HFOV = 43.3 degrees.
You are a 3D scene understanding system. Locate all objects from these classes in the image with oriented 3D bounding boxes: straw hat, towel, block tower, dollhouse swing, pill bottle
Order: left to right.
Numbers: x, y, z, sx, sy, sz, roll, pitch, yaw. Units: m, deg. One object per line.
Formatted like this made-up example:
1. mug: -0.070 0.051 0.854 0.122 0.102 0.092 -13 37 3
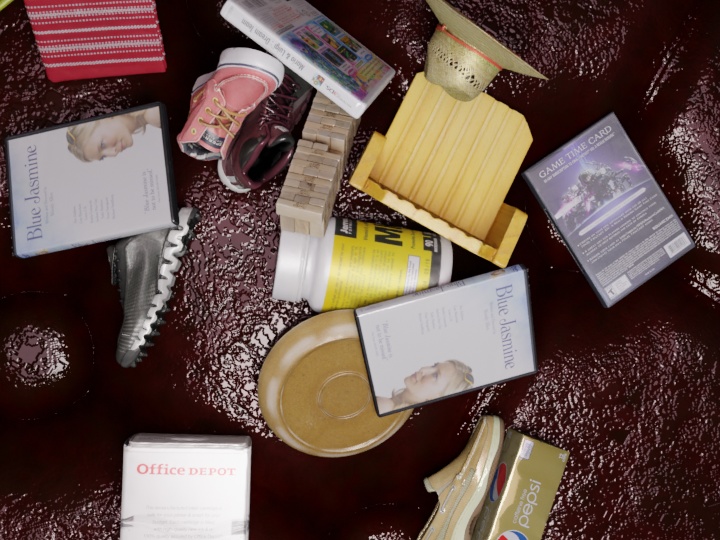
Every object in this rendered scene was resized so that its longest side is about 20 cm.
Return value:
1. towel: -0.302 -0.301 1.015 0.142 0.202 0.023 -6 47 -6
2. block tower: -0.045 -0.127 1.041 0.053 0.058 0.202 11 53 6
3. pill bottle: 0.000 0.000 1.060 0.197 0.114 0.116 9 87 -6
4. dollhouse swing: 0.113 -0.134 1.061 0.198 0.182 0.177 29 96 -4
5. straw hat: 0.117 -0.247 1.061 0.200 0.201 0.085 35 107 -4

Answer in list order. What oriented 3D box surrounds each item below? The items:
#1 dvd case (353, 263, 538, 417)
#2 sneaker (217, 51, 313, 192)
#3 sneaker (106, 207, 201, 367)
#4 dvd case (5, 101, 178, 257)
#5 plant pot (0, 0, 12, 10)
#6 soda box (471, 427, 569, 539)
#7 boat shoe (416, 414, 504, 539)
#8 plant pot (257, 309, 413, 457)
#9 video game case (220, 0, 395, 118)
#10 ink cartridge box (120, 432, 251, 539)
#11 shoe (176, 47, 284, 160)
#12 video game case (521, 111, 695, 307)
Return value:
1. dvd case: 0.100 0.081 1.022 0.197 0.018 0.144 -15 119 -5
2. sneaker: -0.090 -0.178 1.049 0.075 0.115 0.202 23 90 -27
3. sneaker: -0.259 0.010 1.059 0.089 0.066 0.203 19 82 -3
4. dvd case: -0.309 -0.103 1.035 0.197 0.018 0.145 -11 79 9
5. plant pot: -0.503 -0.337 0.978 0.199 0.181 0.200 -38 92 -1
6. soda box: 0.182 0.299 1.094 0.063 0.068 0.202 21 86 -6
7. boat shoe: 0.112 0.263 1.091 0.075 0.072 0.202 20 86 6
8. plant pot: -0.020 0.140 1.050 0.197 0.028 0.203 -5 118 -10
9. video game case: -0.051 -0.256 1.030 0.181 0.200 0.024 37 115 -4
10. ink cartridge box: -0.200 0.293 1.044 0.143 0.085 0.203 2 90 -6
11. shoe: -0.147 -0.178 1.008 0.071 0.199 0.092 19 79 -26
12. video game case: 0.314 -0.077 1.147 0.142 0.019 0.201 -33 91 -7
